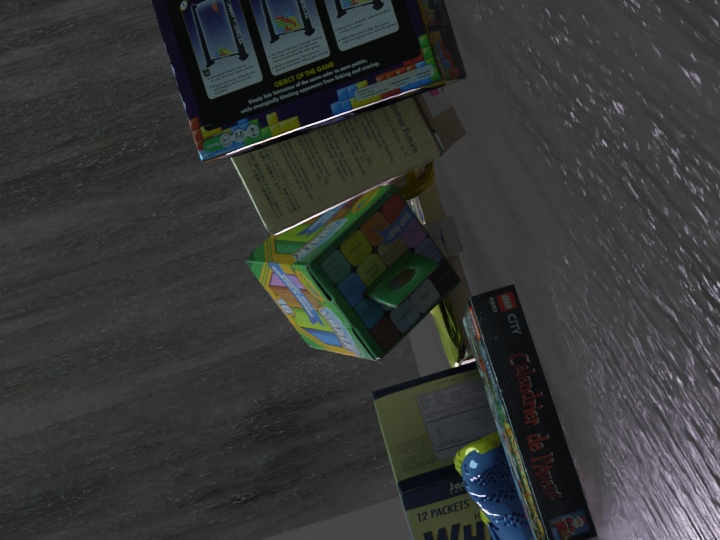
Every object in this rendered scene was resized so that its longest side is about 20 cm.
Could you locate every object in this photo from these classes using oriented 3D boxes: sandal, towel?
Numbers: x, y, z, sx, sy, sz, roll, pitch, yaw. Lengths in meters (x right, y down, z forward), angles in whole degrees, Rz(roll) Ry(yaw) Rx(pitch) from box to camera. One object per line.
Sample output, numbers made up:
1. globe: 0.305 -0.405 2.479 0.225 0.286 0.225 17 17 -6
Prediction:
1. sandal: 0.142 0.211 1.277 0.200 0.079 0.087 61 -174 -52
2. towel: 0.090 0.057 1.523 0.200 0.018 0.086 77 177 -77

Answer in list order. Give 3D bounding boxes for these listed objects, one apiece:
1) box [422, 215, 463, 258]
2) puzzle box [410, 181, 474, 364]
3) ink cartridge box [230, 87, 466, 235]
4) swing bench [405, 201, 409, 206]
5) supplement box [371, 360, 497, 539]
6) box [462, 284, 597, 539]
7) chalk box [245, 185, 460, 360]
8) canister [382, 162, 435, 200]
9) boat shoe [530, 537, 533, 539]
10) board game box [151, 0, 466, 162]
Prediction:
1. box: 0.051 -0.017 1.496 0.042 0.039 0.200 71 160 3
2. puzzle box: 0.095 0.002 1.543 0.133 0.025 0.200 83 171 -81
3. ink cartridge box: -0.037 -0.152 1.078 0.200 0.165 0.075 64 -155 -6
4. swing bench: -0.004 -0.131 1.616 0.199 0.129 0.200 73 -159 -82
5. supplement box: 0.112 0.240 1.505 0.200 0.134 0.200 -108 1 -64
6. box: 0.131 0.120 1.121 0.137 0.038 0.200 76 176 -80
7. chalk box: 0.000 0.000 1.376 0.124 0.125 0.200 54 159 -18
8. canister: 0.017 -0.162 1.363 0.200 0.086 0.149 81 171 -75
9. boat shoe: 0.183 0.323 1.246 0.063 0.074 0.202 9 111 46
10. board game box: -0.044 -0.183 0.994 0.057 0.200 0.166 -20 -85 -64
